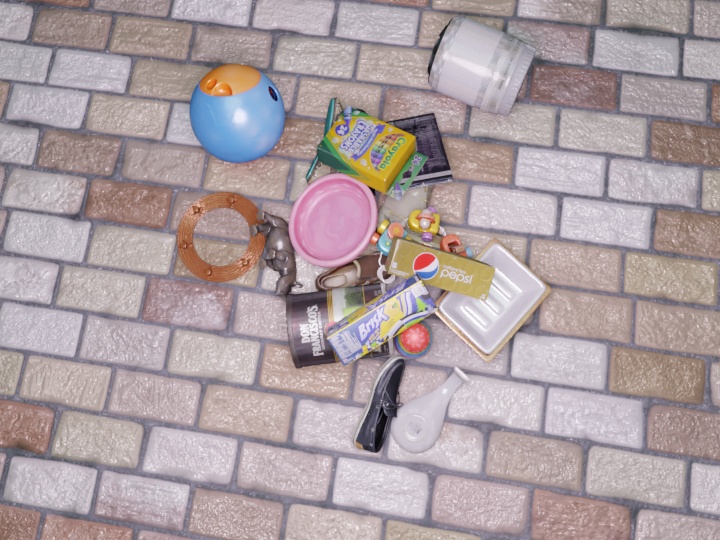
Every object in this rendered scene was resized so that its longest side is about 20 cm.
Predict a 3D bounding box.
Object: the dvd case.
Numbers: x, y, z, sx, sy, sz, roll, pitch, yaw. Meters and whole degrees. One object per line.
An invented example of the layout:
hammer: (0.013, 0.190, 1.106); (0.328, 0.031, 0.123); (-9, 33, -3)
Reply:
dvd case: (0.106, -0.253, 1.353); (0.146, 0.016, 0.202); (-10, 54, 1)

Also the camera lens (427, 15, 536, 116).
camera lens: (0.252, -0.434, 1.348); (0.198, 0.160, 0.162); (25, 80, 7)

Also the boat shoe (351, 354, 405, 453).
boat shoe: (0.049, 0.265, 1.252); (0.062, 0.074, 0.202); (21, 85, 37)

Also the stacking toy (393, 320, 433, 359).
stacking toy: (0.102, 0.132, 1.214); (0.084, 0.200, 0.087); (0, 85, 4)

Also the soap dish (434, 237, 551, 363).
soap dish: (0.263, 0.061, 1.285); (0.157, 0.081, 0.200); (42, 83, 10)

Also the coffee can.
coffee can: (-0.039, 0.107, 1.258); (0.197, 0.146, 0.149); (-8, 78, 1)

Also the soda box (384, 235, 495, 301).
soda box: (0.150, -0.005, 1.201); (0.197, 0.064, 0.069); (16, 97, -8)

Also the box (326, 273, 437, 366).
box: (0.038, 0.087, 1.145); (0.198, 0.070, 0.065); (-31, 101, 4)

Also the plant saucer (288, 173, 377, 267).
plant saucer: (-0.053, -0.101, 1.324); (0.197, 0.051, 0.204); (-6, 73, 20)

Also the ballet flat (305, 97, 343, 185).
ballet flat: (-0.059, -0.272, 1.387); (0.074, 0.068, 0.203); (18, 85, -15)

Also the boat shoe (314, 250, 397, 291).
boat shoe: (0.002, 0.006, 1.313); (0.200, 0.075, 0.076); (-22, 78, -2)

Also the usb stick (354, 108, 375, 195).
usb stick: (0.005, -0.255, 1.380); (0.032, 0.055, 0.203); (-13, 76, 32)

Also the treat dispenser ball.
treat dispenser ball: (-0.258, -0.328, 1.332); (0.197, 0.201, 0.204); (-1, 78, 3)

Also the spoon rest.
spoon rest: (0.143, 0.277, 1.266); (0.099, 0.061, 0.200); (42, 97, 12)

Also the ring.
ring: (-0.303, -0.075, 1.375); (0.197, 0.019, 0.204); (-1, 79, 3)

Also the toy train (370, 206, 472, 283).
toy train: (0.121, -0.052, 1.246); (0.197, 0.056, 0.152); (-13, 74, -13)

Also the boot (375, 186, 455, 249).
boot: (0.137, -0.120, 1.336); (0.197, 0.072, 0.157); (19, 77, 7)

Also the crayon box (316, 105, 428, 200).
crayon box: (0.026, -0.243, 1.300); (0.198, 0.052, 0.126); (28, 68, 16)

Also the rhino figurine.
rhino figurine: (-0.169, -0.025, 1.327); (0.059, 0.087, 0.203); (-23, 77, 32)
